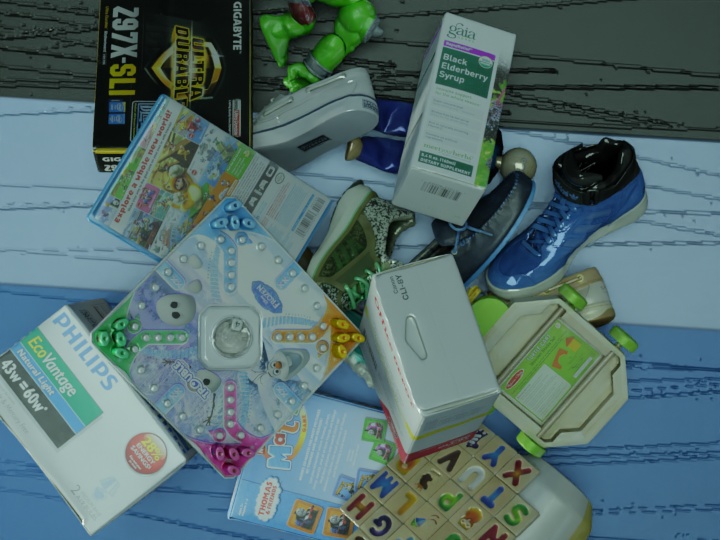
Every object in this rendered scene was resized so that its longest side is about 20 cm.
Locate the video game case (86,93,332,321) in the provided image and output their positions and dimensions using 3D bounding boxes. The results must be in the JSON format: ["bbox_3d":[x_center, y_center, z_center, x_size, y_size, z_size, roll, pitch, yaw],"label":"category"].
[{"bbox_3d":[-0.146,-0.060,1.607,0.200,0.018,0.143,32,86,-15],"label":"video game case"}]

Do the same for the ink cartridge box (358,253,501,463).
[{"bbox_3d":[0.063,0.088,1.584,0.083,0.200,0.145,-17,74,-9],"label":"ink cartridge box"}]

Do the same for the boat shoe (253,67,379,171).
[{"bbox_3d":[-0.069,-0.152,1.706,0.200,0.074,0.065,-18,62,23],"label":"boat shoe"}]

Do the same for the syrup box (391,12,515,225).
[{"bbox_3d":[0.095,-0.155,1.659,0.079,0.081,0.200,17,61,-6],"label":"syrup box"}]

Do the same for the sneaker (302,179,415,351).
[{"bbox_3d":[0.000,0.000,1.677,0.088,0.077,0.200,13,65,17],"label":"sneaker"}]

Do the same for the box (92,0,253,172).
[{"bbox_3d":[-0.190,-0.195,1.683,0.159,0.049,0.200,-1,63,-1],"label":"box"}]

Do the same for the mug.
[{"bbox_3d":[0.167,0.282,1.702,0.153,0.187,0.149,-49,46,-7],"label":"mug"}]

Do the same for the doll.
[{"bbox_3d":[0.086,-0.123,1.723,0.200,0.048,0.137,11,85,-5],"label":"doll"}]

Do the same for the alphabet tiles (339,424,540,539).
[{"bbox_3d":[0.078,0.243,1.654,0.200,0.006,0.166,-42,51,-11],"label":"alphabet tiles"}]

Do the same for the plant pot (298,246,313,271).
[{"bbox_3d":[-0.127,0.045,1.681,0.200,0.027,0.200,-14,126,-20],"label":"plant pot"}]

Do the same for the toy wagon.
[{"bbox_3d":[0.177,0.086,1.663,0.200,0.040,0.155,40,97,-5],"label":"toy wagon"}]

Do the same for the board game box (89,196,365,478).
[{"bbox_3d":[-0.124,0.065,1.586,0.200,0.026,0.200,-46,104,-15],"label":"board game box"}]

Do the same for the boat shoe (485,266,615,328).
[{"bbox_3d":[0.162,0.042,1.719,0.200,0.074,0.069,-12,77,3],"label":"boat shoe"}]

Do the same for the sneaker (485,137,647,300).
[{"bbox_3d":[0.203,-0.060,1.673,0.200,0.111,0.077,-32,48,-9],"label":"sneaker"}]

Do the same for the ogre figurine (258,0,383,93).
[{"bbox_3d":[-0.052,-0.291,1.701,0.120,0.098,0.200,-17,81,12],"label":"ogre figurine"}]

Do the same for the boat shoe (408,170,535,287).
[{"bbox_3d":[0.099,-0.027,1.690,0.069,0.084,0.200,37,102,-12],"label":"boat shoe"}]

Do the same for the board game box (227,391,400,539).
[{"bbox_3d":[-0.024,0.211,1.728,0.200,0.037,0.151,15,92,-7],"label":"board game box"}]

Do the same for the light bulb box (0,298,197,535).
[{"bbox_3d":[-0.267,0.141,1.662,0.125,0.200,0.198,-38,89,2],"label":"light bulb box"}]

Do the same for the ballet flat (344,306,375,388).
[{"bbox_3d":[0.040,0.107,1.717,0.200,0.072,0.072,39,92,9],"label":"ballet flat"}]
